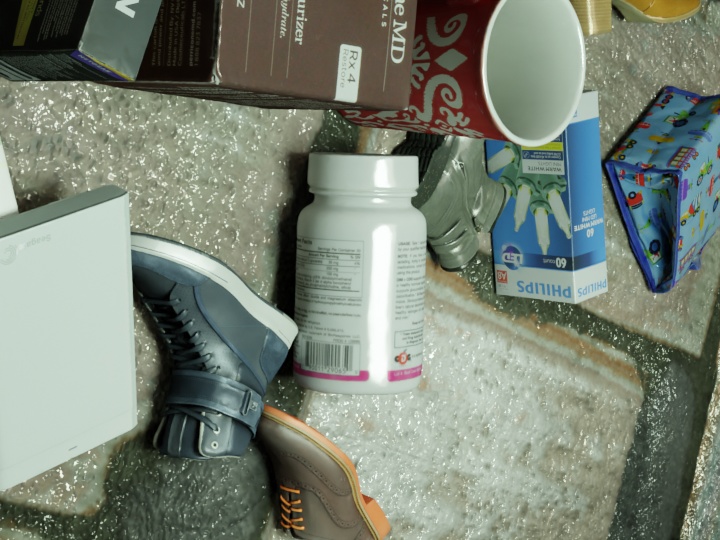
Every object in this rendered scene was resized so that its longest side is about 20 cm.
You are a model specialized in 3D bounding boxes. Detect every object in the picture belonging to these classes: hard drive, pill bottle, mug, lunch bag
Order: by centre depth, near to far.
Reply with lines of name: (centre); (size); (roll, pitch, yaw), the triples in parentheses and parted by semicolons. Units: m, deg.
hard drive: (-0.223, 0.049, 1.058); (0.132, 0.026, 0.201); (-24, 127, -41)
mug: (0.074, -0.197, 1.236); (0.133, 0.199, 0.179); (-8, 100, -43)
pill bottle: (0.000, 0.000, 1.247); (0.113, 0.113, 0.201); (-3, 98, -44)
lunch bag: (0.366, -0.080, 1.626); (0.151, 0.094, 0.201); (-48, 134, -33)

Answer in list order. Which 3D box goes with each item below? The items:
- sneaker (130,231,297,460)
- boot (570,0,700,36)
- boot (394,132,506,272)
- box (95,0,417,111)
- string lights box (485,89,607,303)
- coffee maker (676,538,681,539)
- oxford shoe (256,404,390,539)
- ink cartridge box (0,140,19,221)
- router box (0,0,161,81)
sneaker: (-0.140, 0.068, 1.144); (0.202, 0.077, 0.147); (39, 66, -41)
boot: (0.286, -0.330, 1.516); (0.201, 0.071, 0.145); (-17, 110, -37)
boot: (0.101, -0.109, 1.377); (0.131, 0.068, 0.201); (42, 73, -44)
box: (-0.080, -0.213, 1.106); (0.199, 0.164, 0.167); (1, 94, -45)
string lights box: (0.183, -0.075, 1.425); (0.059, 0.102, 0.201); (-16, 106, -44)
coffee maker: (0.379, 0.451, 1.662); (0.192, 0.134, 0.201); (-30, 116, -39)
oxford shoe: (-0.042, 0.195, 1.263); (0.073, 0.071, 0.200); (-50, 127, -22)
ink cartridge box: (-0.299, 0.013, 1.003); (0.145, 0.048, 0.201); (-24, 109, -41)
router box: (-0.189, -0.232, 1.003); (0.052, 0.157, 0.201); (25, 78, -43)
